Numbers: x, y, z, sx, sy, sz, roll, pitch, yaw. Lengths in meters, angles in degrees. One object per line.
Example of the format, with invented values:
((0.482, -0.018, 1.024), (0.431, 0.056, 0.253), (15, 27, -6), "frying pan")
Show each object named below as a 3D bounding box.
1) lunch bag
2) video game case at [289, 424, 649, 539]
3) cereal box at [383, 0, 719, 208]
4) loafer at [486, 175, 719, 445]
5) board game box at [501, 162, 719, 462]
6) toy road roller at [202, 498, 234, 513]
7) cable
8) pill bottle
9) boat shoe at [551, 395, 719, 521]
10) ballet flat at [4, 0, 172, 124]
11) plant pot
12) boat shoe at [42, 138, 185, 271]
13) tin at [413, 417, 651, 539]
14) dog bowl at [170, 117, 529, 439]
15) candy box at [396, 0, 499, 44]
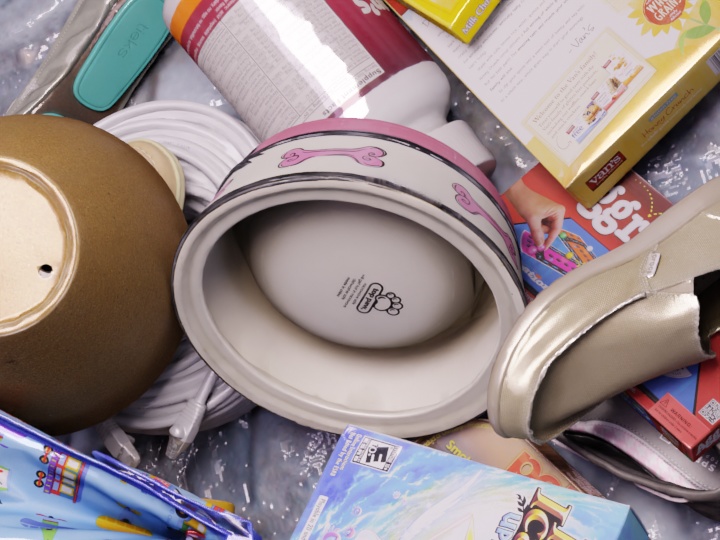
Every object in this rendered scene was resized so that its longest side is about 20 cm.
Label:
((-0.136, 0.140, 1.344), (0.200, 0.151, 0.094), (15, 77, 1), "lunch bag")
((0.033, 0.196, 1.355), (0.181, 0.045, 0.200), (15, 67, 29), "video game case")
((0.118, -0.151, 1.475), (0.144, 0.040, 0.200), (-44, 56, 6), "cereal box")
((0.153, 0.026, 1.352), (0.200, 0.076, 0.068), (-40, 51, -11), "loafer")
((0.154, 0.010, 1.419), (0.103, 0.019, 0.200), (-40, 57, -12), "board game box")
((-0.172, 0.195, 1.496), (0.200, 0.146, 0.123), (7, 77, -15), "toy road roller")
((-0.117, 0.001, 1.531), (0.200, 0.069, 0.200), (43, 94, 25), "cable")
((-0.017, -0.110, 1.485), (0.110, 0.110, 0.200), (-42, 78, 8), "pill bottle")
((0.138, 0.075, 1.418), (0.200, 0.057, 0.067), (30, 90, 25), "boat shoe")
((-0.186, -0.106, 1.595), (0.200, 0.067, 0.064), (-55, 38, 1), "ballet flat")
((-0.186, -0.006, 1.356), (0.186, 0.200, 0.187), (0, 85, -1), "plant pot")
((-0.174, 0.008, 1.478), (0.073, 0.063, 0.200), (31, 88, 26), "boat shoe")
((0.100, 0.166, 1.414), (0.200, 0.042, 0.112), (44, 110, 24), "tin")
((0.000, 0.000, 1.396), (0.200, 0.200, 0.074), (-7, 41, 20), "dog bowl")
((0.028, -0.217, 1.516), (0.200, 0.026, 0.102), (37, 93, 43), "candy box")
